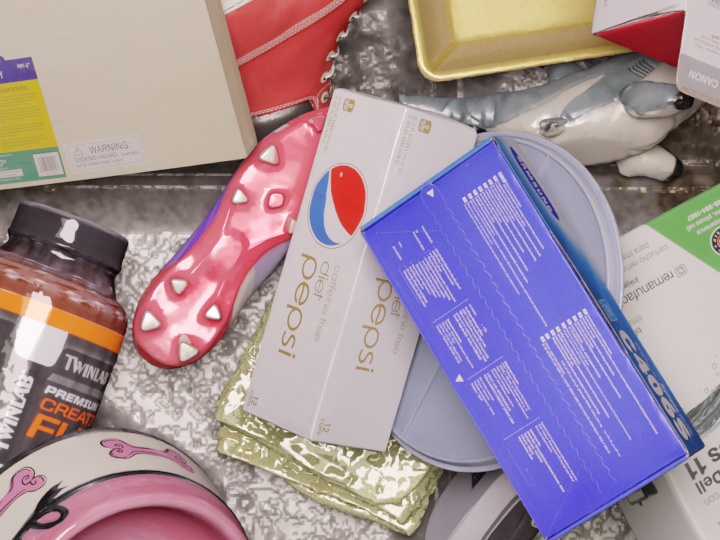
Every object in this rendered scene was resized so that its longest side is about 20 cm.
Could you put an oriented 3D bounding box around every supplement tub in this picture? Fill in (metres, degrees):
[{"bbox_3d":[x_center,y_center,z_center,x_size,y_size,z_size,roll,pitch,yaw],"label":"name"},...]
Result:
[{"bbox_3d":[-0.205,0.063,1.237,0.107,0.107,0.201,19,84,0],"label":"supplement tub"}]

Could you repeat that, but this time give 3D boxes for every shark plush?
[{"bbox_3d":[0.127,-0.103,1.305,0.199,0.091,0.084,-10,59,11],"label":"shark plush"}]

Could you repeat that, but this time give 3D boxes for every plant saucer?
[{"bbox_3d":[0.119,-0.226,1.308,0.199,0.048,0.201,-9,84,-3],"label":"plant saucer"}]

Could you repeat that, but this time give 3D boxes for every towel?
[{"bbox_3d":[0.008,0.049,1.282,0.148,0.036,0.200,26,85,1],"label":"towel"}]

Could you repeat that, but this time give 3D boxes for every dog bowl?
[{"bbox_3d":[-0.145,0.196,1.192,0.200,0.074,0.201,-9,108,-31],"label":"dog bowl"}]

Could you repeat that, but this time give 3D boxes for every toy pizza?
[{"bbox_3d":[0.075,0.018,1.205,0.200,0.032,0.201,-11,73,41],"label":"toy pizza"}]

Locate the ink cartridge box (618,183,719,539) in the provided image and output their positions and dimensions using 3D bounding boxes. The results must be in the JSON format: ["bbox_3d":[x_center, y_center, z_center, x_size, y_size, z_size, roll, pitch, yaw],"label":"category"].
[{"bbox_3d":[0.206,0.067,1.249,0.146,0.083,0.200,-27,86,-21],"label":"ink cartridge box"}]

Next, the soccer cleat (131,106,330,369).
[{"bbox_3d":[-0.068,-0.023,1.265,0.067,0.076,0.200,40,84,-8],"label":"soccer cleat"}]

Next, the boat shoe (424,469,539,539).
[{"bbox_3d":[0.112,0.119,1.221,0.066,0.070,0.200,24,127,-16],"label":"boat shoe"}]

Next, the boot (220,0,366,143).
[{"bbox_3d":[-0.015,-0.157,1.269,0.200,0.072,0.144,-30,125,-4],"label":"boot"}]

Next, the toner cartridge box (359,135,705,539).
[{"bbox_3d":[0.092,0.036,1.119,0.095,0.043,0.200,-34,80,19],"label":"toner cartridge box"}]

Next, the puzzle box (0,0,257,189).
[{"bbox_3d":[-0.170,-0.120,1.223,0.199,0.025,0.133,-5,114,19],"label":"puzzle box"}]

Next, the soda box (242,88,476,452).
[{"bbox_3d":[0.000,0.000,1.211,0.064,0.068,0.201,13,94,-42],"label":"soda box"}]

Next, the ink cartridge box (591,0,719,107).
[{"bbox_3d":[0.242,-0.159,1.237,0.200,0.084,0.176,17,76,-32],"label":"ink cartridge box"}]
